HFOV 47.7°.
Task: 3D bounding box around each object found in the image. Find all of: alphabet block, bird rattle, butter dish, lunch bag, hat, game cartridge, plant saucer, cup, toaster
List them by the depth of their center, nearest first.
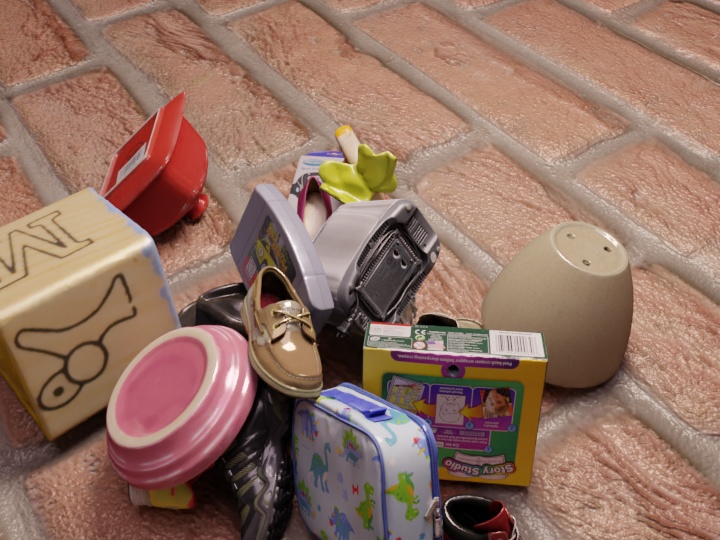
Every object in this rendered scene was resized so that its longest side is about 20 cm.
[{"bbox_3d":[0.003,0.206,0.828,0.081,0.164,0.199,-9,9,-30],"label":"lunch bag"},{"bbox_3d":[-0.206,0.139,0.900,0.197,0.051,0.203,-20,43,19],"label":"plant saucer"},{"bbox_3d":[-0.359,0.047,1.007,0.198,0.198,0.195,-30,39,-29],"label":"alphabet block"},{"bbox_3d":[-0.101,-0.002,1.014,0.040,0.134,0.202,-3,52,-39],"label":"game cartridge"},{"bbox_3d":[0.000,0.000,1.030,0.128,0.114,0.202,9,59,49],"label":"toaster"},{"bbox_3d":[0.268,0.024,1.043,0.196,0.145,0.202,8,40,-7],"label":"cup"},{"bbox_3d":[-0.167,0.067,1.077,0.196,0.082,0.203,-1,45,1],"label":"hat"},{"bbox_3d":[0.017,-0.124,1.190,0.111,0.200,0.165,-29,56,9],"label":"bird rattle"},{"bbox_3d":[-0.298,-0.135,1.254,0.199,0.147,0.202,-34,35,28],"label":"butter dish"}]

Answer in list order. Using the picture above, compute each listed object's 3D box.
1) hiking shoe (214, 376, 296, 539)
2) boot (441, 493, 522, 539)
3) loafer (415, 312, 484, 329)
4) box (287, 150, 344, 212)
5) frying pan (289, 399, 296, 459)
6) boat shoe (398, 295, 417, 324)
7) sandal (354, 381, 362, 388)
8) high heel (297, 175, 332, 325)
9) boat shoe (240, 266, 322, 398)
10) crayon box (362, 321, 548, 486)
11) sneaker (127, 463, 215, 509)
[{"bbox_3d":[-0.125,0.216,0.901,0.098,0.076,0.204,1,71,12],"label":"hiking shoe"},{"bbox_3d":[0.166,0.294,0.791,0.197,0.146,0.073,19,45,18],"label":"boot"},{"bbox_3d":[0.106,0.087,1.016,0.075,0.070,0.199,18,19,29],"label":"loafer"},{"bbox_3d":[-0.052,-0.121,1.302,0.116,0.042,0.202,5,42,6],"label":"box"},{"bbox_3d":[-0.076,0.151,0.956,0.112,0.031,0.194,6,82,6],"label":"frying pan"},{"bbox_3d":[0.046,0.042,1.105,0.064,0.074,0.202,-16,47,-10],"label":"boat shoe"},{"bbox_3d":[0.064,0.148,1.008,0.196,0.055,0.081,-11,45,-10],"label":"sandal"},{"bbox_3d":[-0.059,-0.029,1.141,0.066,0.096,0.204,-1,60,2],"label":"high heel"},{"bbox_3d":[-0.087,0.063,0.896,0.073,0.067,0.200,5,27,-29],"label":"boat shoe"},{"bbox_3d":[0.100,0.151,0.913,0.195,0.176,0.059,4,29,5],"label":"crayon box"},{"bbox_3d":[-0.191,0.192,0.958,0.088,0.079,0.203,12,56,13],"label":"sneaker"}]
